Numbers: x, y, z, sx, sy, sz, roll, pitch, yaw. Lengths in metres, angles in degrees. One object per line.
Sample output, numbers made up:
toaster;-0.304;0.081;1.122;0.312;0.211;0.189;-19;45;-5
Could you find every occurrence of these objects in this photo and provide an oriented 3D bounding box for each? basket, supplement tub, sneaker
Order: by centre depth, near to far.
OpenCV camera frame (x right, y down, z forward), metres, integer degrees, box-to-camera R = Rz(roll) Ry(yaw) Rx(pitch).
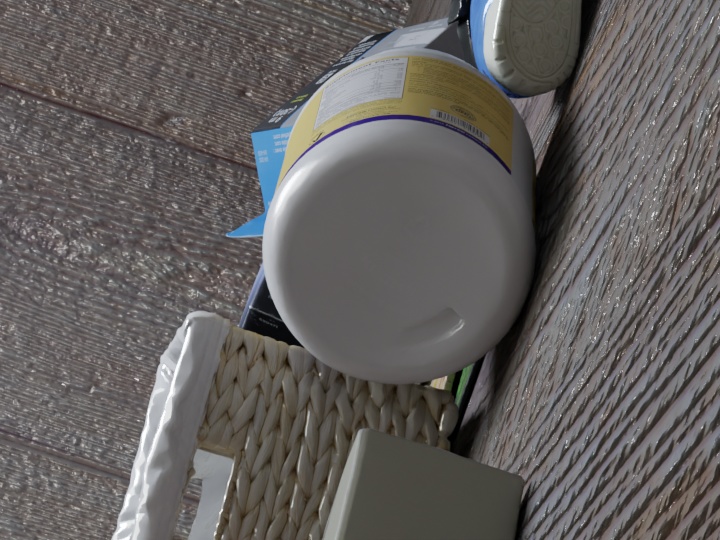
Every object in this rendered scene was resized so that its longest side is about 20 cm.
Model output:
supplement tub;0.025;-0.037;1.517;0.200;0.145;0.146;-80;9;-70
basket;-0.056;0.146;1.555;0.200;0.160;0.199;140;145;-77
sneaker;0.106;-0.198;1.631;0.111;0.076;0.201;179;103;-77

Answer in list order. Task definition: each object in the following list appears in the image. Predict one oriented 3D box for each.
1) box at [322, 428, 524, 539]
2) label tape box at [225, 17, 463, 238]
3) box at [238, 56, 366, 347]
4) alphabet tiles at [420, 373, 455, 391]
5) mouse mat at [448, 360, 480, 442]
box;0.013;0.163;1.166;0.200;0.082;0.069;-73;2;-51
label tape box;-0.012;-0.106;2.082;0.200;0.066;0.143;-39;17;-25
box;0.000;0.000;1.828;0.200;0.123;0.199;115;179;-65
alphabet tiles;0.034;0.106;1.686;0.167;0.006;0.201;114;173;-58
mouse mat;0.056;0.067;1.655;0.161;0.008;0.201;-84;14;-76
